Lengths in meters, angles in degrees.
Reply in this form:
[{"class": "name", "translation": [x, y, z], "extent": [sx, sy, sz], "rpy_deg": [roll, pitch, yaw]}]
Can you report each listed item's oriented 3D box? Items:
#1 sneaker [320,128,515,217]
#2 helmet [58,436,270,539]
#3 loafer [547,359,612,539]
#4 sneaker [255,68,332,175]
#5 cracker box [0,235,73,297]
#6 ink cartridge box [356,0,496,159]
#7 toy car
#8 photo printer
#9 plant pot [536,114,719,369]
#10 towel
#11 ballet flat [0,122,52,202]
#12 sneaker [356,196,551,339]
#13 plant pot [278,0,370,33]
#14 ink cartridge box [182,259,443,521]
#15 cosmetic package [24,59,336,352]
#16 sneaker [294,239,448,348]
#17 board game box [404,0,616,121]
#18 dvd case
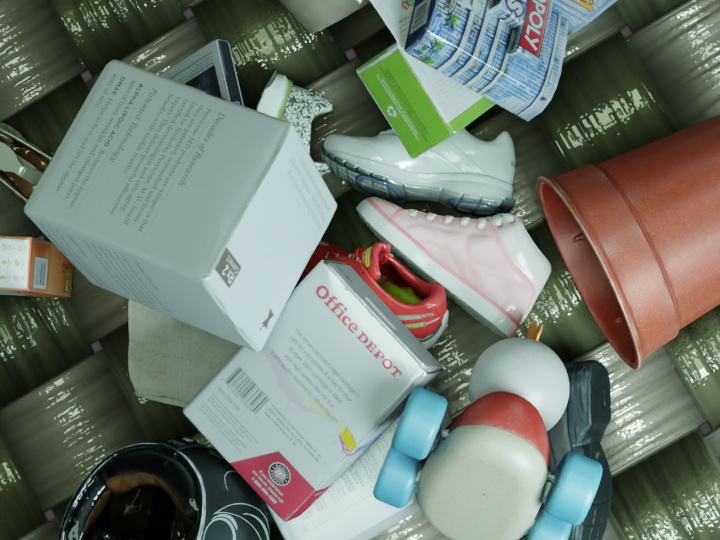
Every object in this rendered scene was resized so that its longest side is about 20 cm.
[{"class": "sneaker", "translation": [0.060, -0.111, 1.736], "extent": [0.198, 0.075, 0.088], "rpy_deg": [11, 76, 2]}, {"class": "helmet", "translation": [-0.179, 0.266, 1.677], "extent": [0.199, 0.191, 0.201], "rpy_deg": [-8, 64, 17]}, {"class": "loafer", "translation": [0.200, 0.187, 1.694], "extent": [0.072, 0.073, 0.202], "rpy_deg": [-1, 82, 30]}, {"class": "sneaker", "translation": [-0.076, -0.096, 1.751], "extent": [0.088, 0.077, 0.202], "rpy_deg": [13, 92, -3]}, {"class": "cracker box", "translation": [-0.402, -0.007, 1.757], "extent": [0.198, 0.134, 0.058], "rpy_deg": [4, 87, 9]}, {"class": "ink cartridge box", "translation": [0.059, -0.234, 1.676], "extent": [0.148, 0.076, 0.201], "rpy_deg": [-38, 96, -37]}, {"class": "toy car", "translation": [0.136, 0.140, 1.633], "extent": [0.183, 0.177, 0.201], "rpy_deg": [22, 53, 4]}, {"class": "photo printer", "translation": [-0.008, 0.176, 1.717], "extent": [0.199, 0.069, 0.167], "rpy_deg": [-31, 82, 5]}, {"class": "plant pot", "translation": [0.296, -0.042, 1.635], "extent": [0.194, 0.201, 0.202], "rpy_deg": [-27, 83, -2]}, {"class": "towel", "translation": [-0.164, 0.050, 1.723], "extent": [0.132, 0.035, 0.201], "rpy_deg": [12, 121, 11]}, {"class": "ballet flat", "translation": [-0.323, -0.085, 1.786], "extent": [0.199, 0.062, 0.068], "rpy_deg": [32, 91, 9]}, {"class": "sneaker", "translation": [0.098, -0.031, 1.716], "extent": [0.200, 0.075, 0.105], "rpy_deg": [38, 87, 8]}, {"class": "plant pot", "translation": [-0.041, -0.336, 1.714], "extent": [0.199, 0.200, 0.174], "rpy_deg": [-29, 100, 5]}, {"class": "ink cartridge box", "translation": [-0.043, 0.111, 1.639], "extent": [0.200, 0.086, 0.148], "rpy_deg": [-45, 79, 9]}, {"class": "cosmetic package", "translation": [-0.157, -0.057, 1.576], "extent": [0.199, 0.165, 0.166], "rpy_deg": [21, 73, 22]}, {"class": "sneaker", "translation": [0.000, 0.000, 1.707], "extent": [0.199, 0.077, 0.085], "rpy_deg": [26, 134, 12]}, {"class": "board game box", "translation": [0.153, -0.255, 1.661], "extent": [0.199, 0.062, 0.201], "rpy_deg": [25, 61, -24]}, {"class": "dvd case", "translation": [-0.164, -0.106, 1.734], "extent": [0.150, 0.025, 0.201], "rpy_deg": [-25, 72, 39]}]
